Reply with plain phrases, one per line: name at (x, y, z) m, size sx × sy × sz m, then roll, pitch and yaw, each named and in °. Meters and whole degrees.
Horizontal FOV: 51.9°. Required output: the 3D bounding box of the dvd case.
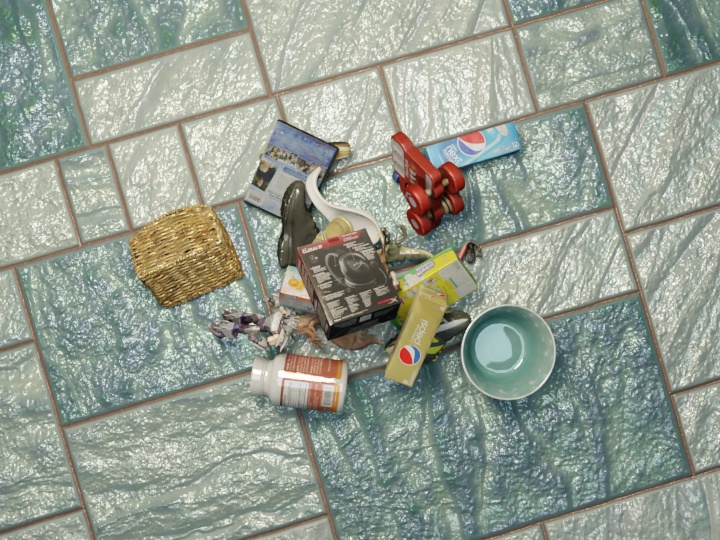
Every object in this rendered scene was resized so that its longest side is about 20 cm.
dvd case at (-0.149, -0.203, 1.578) m, size 0.143 × 0.018 × 0.200 m, roll 24°, pitch 113°, yaw -7°

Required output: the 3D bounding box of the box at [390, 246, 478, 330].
box at (0.137, 0.045, 1.571) m, size 0.200 × 0.048 × 0.117 m, roll -33°, pitch 133°, yaw 10°

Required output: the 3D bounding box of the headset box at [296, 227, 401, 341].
headset box at (-0.030, 0.017, 1.450) m, size 0.149 × 0.077 × 0.200 m, roll -18°, pitch 63°, yaw -17°

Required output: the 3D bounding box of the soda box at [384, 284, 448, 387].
soda box at (0.115, 0.134, 1.524) m, size 0.064 × 0.068 × 0.200 m, roll 20°, pitch 111°, yaw 0°

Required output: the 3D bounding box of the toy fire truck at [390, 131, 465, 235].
toy fire truck at (0.125, -0.181, 1.552) m, size 0.112 × 0.200 × 0.168 m, roll -33°, pitch 64°, yaw -11°

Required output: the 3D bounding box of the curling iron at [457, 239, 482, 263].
curling iron at (0.208, 0.022, 1.626) m, size 0.050 × 0.026 × 0.200 m, roll 30°, pitch 89°, yaw 1°

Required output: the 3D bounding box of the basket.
basket at (-0.377, -0.036, 1.594) m, size 0.200 × 0.149 × 0.143 m, roll -24°, pitch 57°, yaw -1°

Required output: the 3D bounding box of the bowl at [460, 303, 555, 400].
bowl at (0.307, 0.170, 1.589) m, size 0.200 × 0.105 × 0.201 m, roll 0°, pitch 90°, yaw -1°

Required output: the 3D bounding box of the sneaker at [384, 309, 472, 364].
sneaker at (0.155, 0.153, 1.603) m, size 0.200 × 0.074 × 0.085 m, roll -25°, pitch 105°, yaw 14°

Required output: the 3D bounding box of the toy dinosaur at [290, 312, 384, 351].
toy dinosaur at (-0.047, 0.128, 1.581) m, size 0.200 × 0.086 × 0.136 m, roll 32°, pitch 90°, yaw 9°

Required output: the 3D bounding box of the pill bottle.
pill bottle at (-0.129, 0.236, 1.574) m, size 0.200 × 0.112 × 0.112 m, roll 8°, pitch 89°, yaw -1°

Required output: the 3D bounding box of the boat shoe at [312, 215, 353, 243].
boat shoe at (-0.081, -0.024, 1.551) m, size 0.073 × 0.063 × 0.201 m, roll 42°, pitch 117°, yaw 12°

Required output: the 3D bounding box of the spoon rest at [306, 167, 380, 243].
spoon rest at (-0.040, -0.123, 1.556) m, size 0.200 × 0.099 × 0.061 m, roll 44°, pitch 48°, yaw -12°

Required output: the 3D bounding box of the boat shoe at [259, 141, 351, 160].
boat shoe at (-0.115, -0.232, 1.606) m, size 0.200 × 0.072 × 0.076 m, roll -8°, pitch 102°, yaw 8°

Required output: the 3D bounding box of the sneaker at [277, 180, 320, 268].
sneaker at (-0.128, -0.098, 1.584) m, size 0.091 × 0.076 × 0.200 m, roll 2°, pitch 119°, yaw -12°

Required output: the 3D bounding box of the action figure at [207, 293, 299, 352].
action figure at (-0.212, 0.112, 1.540) m, size 0.200 × 0.130 × 0.069 m, roll -4°, pitch 133°, yaw 27°

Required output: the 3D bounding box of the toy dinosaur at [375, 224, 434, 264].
toy dinosaur at (0.070, -0.052, 1.600) m, size 0.200 × 0.047 × 0.088 m, roll -5°, pitch 90°, yaw 22°

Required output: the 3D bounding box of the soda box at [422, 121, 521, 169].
soda box at (0.241, -0.261, 1.609) m, size 0.200 × 0.068 × 0.064 m, roll -17°, pitch 90°, yaw -1°

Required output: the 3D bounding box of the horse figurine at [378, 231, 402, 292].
horse figurine at (0.000, 0.000, 1.571) m, size 0.200 × 0.050 × 0.133 m, roll -16°, pitch 91°, yaw 38°

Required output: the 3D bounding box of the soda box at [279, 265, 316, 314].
soda box at (-0.062, 0.053, 1.506) m, size 0.200 × 0.064 × 0.068 m, roll 14°, pitch 59°, yaw 0°
